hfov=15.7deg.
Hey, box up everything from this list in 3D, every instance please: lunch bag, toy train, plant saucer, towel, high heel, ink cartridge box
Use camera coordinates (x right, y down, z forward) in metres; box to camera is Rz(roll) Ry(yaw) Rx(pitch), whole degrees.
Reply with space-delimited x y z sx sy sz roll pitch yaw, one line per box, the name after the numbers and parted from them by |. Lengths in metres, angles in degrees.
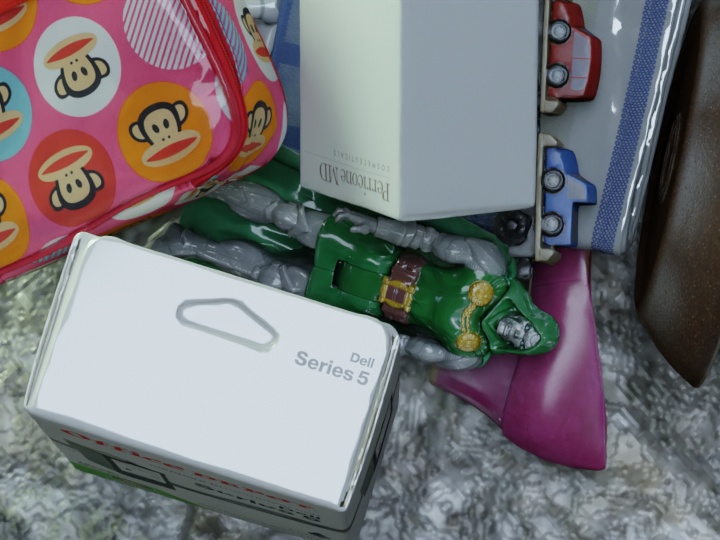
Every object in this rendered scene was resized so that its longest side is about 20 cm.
-0.148 -0.096 1.191 0.200 0.082 0.177 -25 88 20 | lunch bag
0.088 -0.096 1.184 0.046 0.034 0.201 3 89 11 | toy train
0.156 -0.048 1.184 0.037 0.200 0.201 11 79 2 | plant saucer
0.051 -0.096 1.227 0.200 0.024 0.147 13 92 21 | towel
0.118 -0.007 1.240 0.096 0.067 0.200 28 85 16 | high heel
-0.061 0.060 1.166 0.145 0.200 0.084 17 79 4 | ink cartridge box

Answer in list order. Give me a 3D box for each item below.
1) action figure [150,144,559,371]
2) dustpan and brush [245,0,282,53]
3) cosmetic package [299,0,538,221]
0.000 0.000 1.221 0.200 0.055 0.118 17 113 15 | action figure
-0.070 -0.128 1.272 0.200 0.057 0.140 -2 87 -30 | dustpan and brush
0.024 -0.130 1.145 0.071 0.101 0.201 -6 103 -27 | cosmetic package
